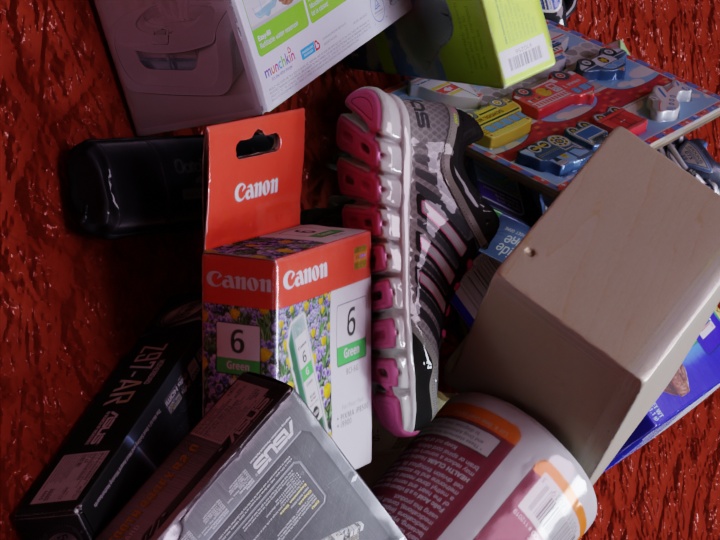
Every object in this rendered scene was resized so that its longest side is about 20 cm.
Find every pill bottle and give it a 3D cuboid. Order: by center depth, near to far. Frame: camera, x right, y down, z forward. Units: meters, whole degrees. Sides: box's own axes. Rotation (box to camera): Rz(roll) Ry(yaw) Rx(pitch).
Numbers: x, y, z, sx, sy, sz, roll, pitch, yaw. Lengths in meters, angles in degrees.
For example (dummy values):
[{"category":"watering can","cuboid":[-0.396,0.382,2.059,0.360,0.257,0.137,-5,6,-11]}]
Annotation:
[{"category":"pill bottle","cuboid":[0.036,0.177,1.453,0.200,0.114,0.114,-47,127,-23]}]

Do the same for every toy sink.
[{"category":"toy sink","cuboid":[0.132,0.032,1.480,0.130,0.112,0.200,-49,169,-26]}]

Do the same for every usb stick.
[{"category":"usb stick","cuboid":[-0.099,-0.050,1.430,0.200,0.032,0.056,-9,84,-60]}]

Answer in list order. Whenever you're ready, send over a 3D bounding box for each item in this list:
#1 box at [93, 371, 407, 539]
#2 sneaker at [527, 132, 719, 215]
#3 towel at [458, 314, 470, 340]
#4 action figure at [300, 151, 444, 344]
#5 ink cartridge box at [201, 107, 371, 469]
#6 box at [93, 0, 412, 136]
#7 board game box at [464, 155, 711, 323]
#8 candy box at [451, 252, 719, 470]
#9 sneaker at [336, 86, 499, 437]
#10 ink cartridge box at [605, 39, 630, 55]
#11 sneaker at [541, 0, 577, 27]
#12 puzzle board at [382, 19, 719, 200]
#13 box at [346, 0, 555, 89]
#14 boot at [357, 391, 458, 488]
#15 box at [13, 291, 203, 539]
[{"category":"box","cuboid":[-0.069,0.178,1.295,0.200,0.048,0.159,-49,124,-20]},{"category":"sneaker","cuboid":[0.185,-0.055,1.606,0.199,0.085,0.077,9,47,-44]},{"category":"towel","cuboid":[0.115,0.009,1.793,0.200,0.023,0.144,-30,108,-58]},{"category":"action figure","cuboid":[0.000,0.000,1.517,0.200,0.102,0.119,-60,151,-51]},{"category":"ink cartridge box","cuboid":[-0.038,0.017,1.373,0.109,0.050,0.201,-18,111,-60]},{"category":"box","cuboid":[-0.069,-0.197,1.452,0.200,0.096,0.177,-43,119,-55]},{"category":"board game box","cuboid":[0.133,-0.040,1.647,0.199,0.034,0.136,26,34,-30]},{"category":"candy box","cuboid":[0.164,0.034,1.715,0.169,0.077,0.200,54,28,7]},{"category":"sneaker","cuboid":[0.039,-0.006,1.440,0.087,0.074,0.201,-5,94,-25]},{"category":"ink cartridge box","cuboid":[0.212,-0.063,1.909,0.200,0.067,0.117,52,27,-41]},{"category":"sneaker","cuboid":[0.090,-0.183,1.729,0.200,0.089,0.079,-28,106,-59]},{"category":"puzzle board","cuboid":[0.122,-0.109,1.601,0.200,0.150,0.017,-27,136,-46]},{"category":"box","cuboid":[0.034,-0.183,1.566,0.048,0.200,0.122,-25,110,-27]},{"category":"boot","cuboid":[0.050,0.157,1.593,0.200,0.073,0.156,16,69,-56]},{"category":"box","cuboid":[-0.096,0.132,1.378,0.161,0.043,0.200,66,34,-25]}]
